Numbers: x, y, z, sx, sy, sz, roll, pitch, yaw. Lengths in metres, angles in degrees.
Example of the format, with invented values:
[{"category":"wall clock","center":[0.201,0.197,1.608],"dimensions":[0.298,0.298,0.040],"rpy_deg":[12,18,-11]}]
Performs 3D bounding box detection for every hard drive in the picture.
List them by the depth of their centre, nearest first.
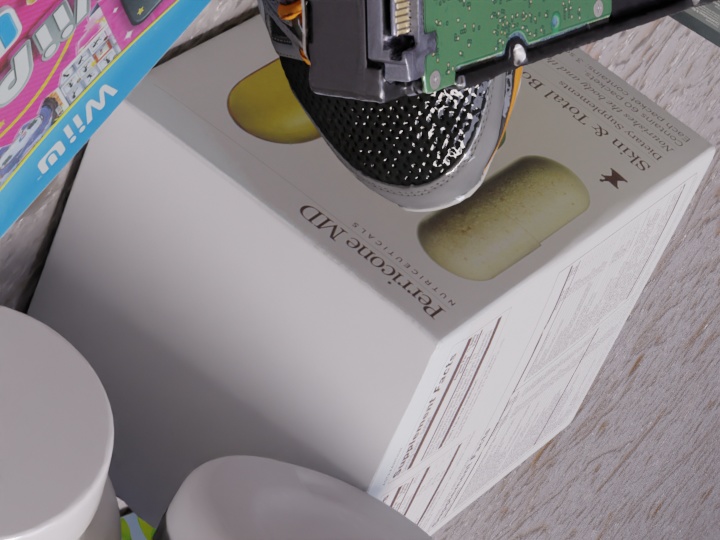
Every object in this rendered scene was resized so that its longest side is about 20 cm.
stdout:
[{"category":"hard drive","center":[0.051,-0.132,0.774],"dimensions":[0.200,0.038,0.140],"rpy_deg":[-25,117,-53]}]

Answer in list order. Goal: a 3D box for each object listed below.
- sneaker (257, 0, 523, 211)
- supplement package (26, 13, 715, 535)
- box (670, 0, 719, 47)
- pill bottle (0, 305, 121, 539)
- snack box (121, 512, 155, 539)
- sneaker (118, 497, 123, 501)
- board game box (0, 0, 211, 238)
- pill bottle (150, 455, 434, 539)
[{"category":"sneaker","center":[-0.007,-0.105,0.789],"dimensions":[0.077,0.078,0.201],"rpy_deg":[-65,142,-63]},{"category":"supplement package","center":[0.000,0.000,1.033],"dimensions":[0.200,0.152,0.151],"rpy_deg":[-33,155,-49]},{"category":"box","center":[0.224,-0.138,1.279],"dimensions":[0.159,0.200,0.046],"rpy_deg":[-37,153,-44]},{"category":"pill bottle","center":[-0.142,0.107,0.934],"dimensions":[0.116,0.116,0.200],"rpy_deg":[-40,159,-37]},{"category":"snack box","center":[-0.094,0.177,1.164],"dimensions":[0.053,0.142,0.200],"rpy_deg":[-57,164,19]},{"category":"sneaker","center":[-0.052,0.059,1.171],"dimensions":[0.082,0.074,0.200],"rpy_deg":[-59,170,16]},{"category":"board game box","center":[-0.110,-0.085,0.710],"dimensions":[0.148,0.064,0.200],"rpy_deg":[-50,165,-11]},{"category":"pill bottle","center":[-0.050,0.171,0.912],"dimensions":[0.200,0.114,0.114],"rpy_deg":[-61,162,17]}]
